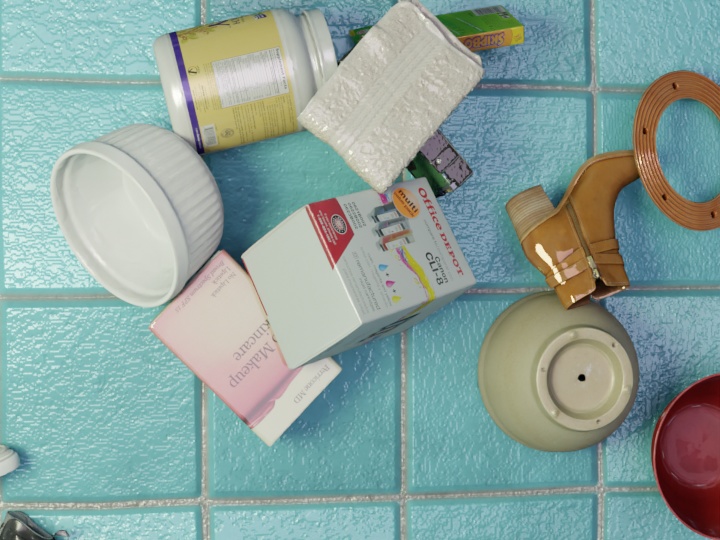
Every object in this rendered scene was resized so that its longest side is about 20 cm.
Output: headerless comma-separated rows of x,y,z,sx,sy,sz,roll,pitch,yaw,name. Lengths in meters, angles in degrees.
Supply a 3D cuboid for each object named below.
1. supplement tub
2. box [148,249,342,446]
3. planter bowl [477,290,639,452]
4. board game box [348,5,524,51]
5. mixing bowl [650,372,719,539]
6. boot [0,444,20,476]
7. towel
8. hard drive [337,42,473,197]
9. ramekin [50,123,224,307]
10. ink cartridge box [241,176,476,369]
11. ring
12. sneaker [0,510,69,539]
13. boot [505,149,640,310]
-0.131,-0.222,1.465,0.197,0.145,0.147,-14,91,-7,supplement tub
-0.136,0.089,1.481,0.200,0.109,0.128,44,84,-5,box
0.251,0.125,1.517,0.197,0.135,0.203,0,89,-7,planter bowl
0.090,-0.283,1.518,0.197,0.096,0.030,-8,118,-8,board game box
0.437,0.222,1.553,0.197,0.108,0.203,0,90,-8,mixing bowl
-0.500,0.205,1.451,0.197,0.074,0.097,-11,98,-6,boot
0.038,-0.198,1.400,0.132,0.034,0.201,41,76,-6,towel
0.045,-0.174,1.490,0.038,0.140,0.200,-42,94,-6,hard drive
-0.246,-0.070,1.427,0.201,0.200,0.105,53,51,-4,ramekin
0.000,0.000,1.428,0.199,0.144,0.147,-17,77,-44,ink cartridge box
0.411,-0.148,1.566,0.198,0.019,0.203,4,81,-29,ring
-0.436,0.335,1.462,0.197,0.075,0.116,9,88,-13,sneaker
0.290,-0.051,1.519,0.198,0.077,0.156,-22,68,-17,boot
